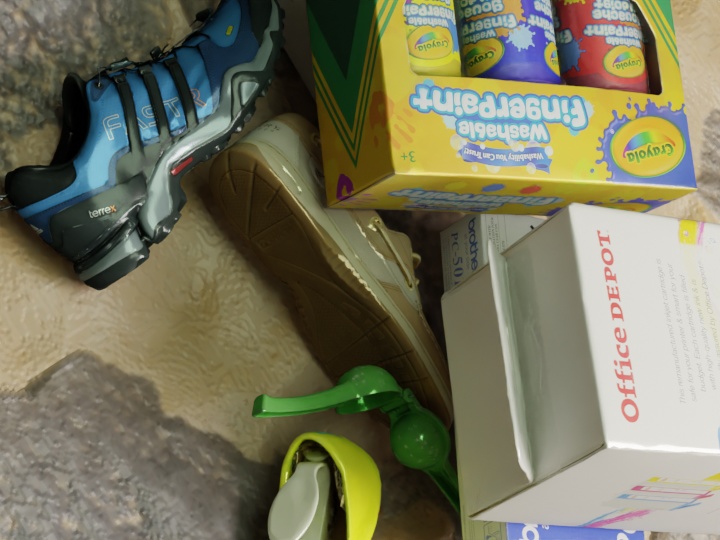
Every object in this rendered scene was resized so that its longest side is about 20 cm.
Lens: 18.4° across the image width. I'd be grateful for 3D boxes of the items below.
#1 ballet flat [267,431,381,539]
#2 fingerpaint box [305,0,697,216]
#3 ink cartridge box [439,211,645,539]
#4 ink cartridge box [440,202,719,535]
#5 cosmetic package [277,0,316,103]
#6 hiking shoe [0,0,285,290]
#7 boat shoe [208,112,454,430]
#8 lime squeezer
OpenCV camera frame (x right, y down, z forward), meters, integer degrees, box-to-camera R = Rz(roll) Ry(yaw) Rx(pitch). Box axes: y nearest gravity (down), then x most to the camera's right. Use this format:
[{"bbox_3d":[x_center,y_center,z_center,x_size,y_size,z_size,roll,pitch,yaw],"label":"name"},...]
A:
[{"bbox_3d":[-0.032,0.176,1.150,0.067,0.067,0.201,50,43,-56],"label":"ballet flat"},{"bbox_3d":[0.076,-0.117,1.198,0.199,0.073,0.168,2,75,-31],"label":"fingerpaint box"},{"bbox_3d":[0.099,0.070,1.211,0.094,0.044,0.201,11,63,-30],"label":"ink cartridge box"},{"bbox_3d":[0.140,0.054,1.136,0.199,0.125,0.129,7,64,-29],"label":"ink cartridge box"},{"bbox_3d":[0.003,-0.173,1.261,0.113,0.081,0.200,-35,95,-34],"label":"cosmetic package"},{"bbox_3d":[-0.110,-0.089,1.175,0.087,0.074,0.200,40,61,-17],"label":"hiking shoe"},{"bbox_3d":[0.000,0.000,1.216,0.200,0.074,0.069,57,48,-16],"label":"boat shoe"},{"bbox_3d":[0.021,0.092,1.181,0.200,0.038,0.071,38,25,-33],"label":"lime squeezer"}]
